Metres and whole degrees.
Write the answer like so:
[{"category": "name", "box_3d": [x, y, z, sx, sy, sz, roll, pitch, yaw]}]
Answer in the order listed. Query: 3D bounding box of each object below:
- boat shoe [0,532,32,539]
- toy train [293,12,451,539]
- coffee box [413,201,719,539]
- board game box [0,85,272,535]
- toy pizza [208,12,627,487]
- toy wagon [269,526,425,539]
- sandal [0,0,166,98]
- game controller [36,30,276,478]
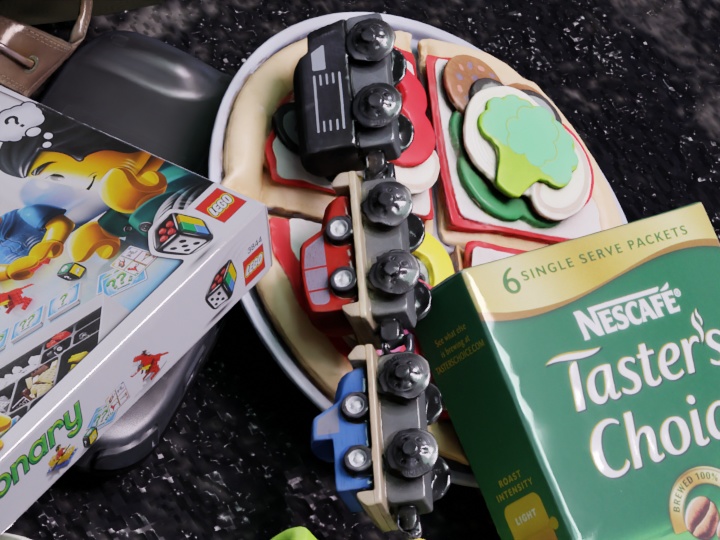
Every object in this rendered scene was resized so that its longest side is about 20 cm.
[{"category": "boat shoe", "box_3d": [-0.055, 0.162, 0.860, 0.199, 0.075, 0.066, 44, 19, 21]}, {"category": "toy train", "box_3d": [0.000, 0.000, 0.958, 0.046, 0.034, 0.200, -10, 64, 8]}, {"category": "coffee box", "box_3d": [0.108, 0.082, 0.980, 0.123, 0.044, 0.200, -14, 76, -34]}, {"category": "board game box", "box_3d": [-0.138, 0.023, 0.903, 0.126, 0.035, 0.200, 24, 50, 26]}, {"category": "toy pizza", "box_3d": [0.034, -0.014, 1.031, 0.200, 0.032, 0.201, 18, 54, -27]}, {"category": "toy wagon", "box_3d": [0.017, 0.153, 0.880, 0.155, 0.040, 0.200, 48, 14, -15]}, {"category": "sandal", "box_3d": [-0.153, -0.080, 1.003, 0.201, 0.080, 0.057, -20, 83, -26]}, {"category": "game controller", "box_3d": [-0.091, -0.012, 1.001, 0.104, 0.042, 0.200, 19, 46, 9]}]
